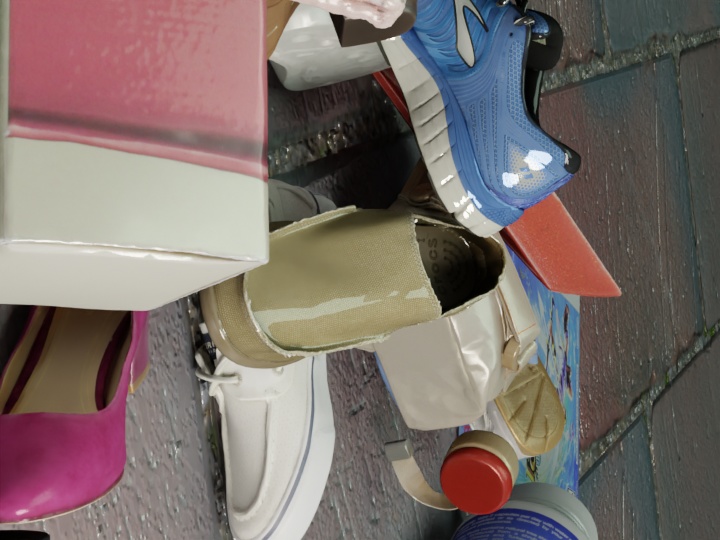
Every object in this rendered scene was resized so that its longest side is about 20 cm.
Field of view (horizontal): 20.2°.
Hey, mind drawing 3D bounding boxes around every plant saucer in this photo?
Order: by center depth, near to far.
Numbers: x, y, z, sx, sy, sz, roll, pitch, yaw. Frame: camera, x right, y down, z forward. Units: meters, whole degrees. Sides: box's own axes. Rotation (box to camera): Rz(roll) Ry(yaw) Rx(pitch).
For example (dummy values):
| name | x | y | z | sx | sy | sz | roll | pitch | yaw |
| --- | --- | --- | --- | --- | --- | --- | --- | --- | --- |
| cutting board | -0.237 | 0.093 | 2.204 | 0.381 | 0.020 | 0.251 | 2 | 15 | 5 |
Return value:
| name | x | y | z | sx | sy | sz | roll | pitch | yaw |
| --- | --- | --- | --- | --- | --- | --- | --- | --- | --- |
| plant saucer | 0.064 | -0.081 | 1.261 | 0.200 | 0.037 | 0.200 | 52 | -1 | -36 |

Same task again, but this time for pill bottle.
| name | x | y | z | sx | sy | sz | roll | pitch | yaw |
| --- | --- | --- | --- | --- | --- | --- | --- | --- | --- |
| pill bottle | 0.099 | 0.222 | 1.342 | 0.200 | 0.111 | 0.113 | -50 | 132 | -61 |

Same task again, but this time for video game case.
| name | x | y | z | sx | sy | sz | roll | pitch | yaw |
| --- | --- | --- | --- | --- | --- | --- | --- | --- | --- |
| video game case | 0.123 | 0.080 | 1.532 | 0.181 | 0.045 | 0.201 | 35 | 53 | -63 |

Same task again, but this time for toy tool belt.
| name | x | y | z | sx | sy | sz | roll | pitch | yaw |
| --- | --- | --- | --- | --- | --- | --- | --- | --- | --- |
| toy tool belt | 0.061 | 0.037 | 1.262 | 0.201 | 0.124 | 0.123 | 67 | 28 | -19 |

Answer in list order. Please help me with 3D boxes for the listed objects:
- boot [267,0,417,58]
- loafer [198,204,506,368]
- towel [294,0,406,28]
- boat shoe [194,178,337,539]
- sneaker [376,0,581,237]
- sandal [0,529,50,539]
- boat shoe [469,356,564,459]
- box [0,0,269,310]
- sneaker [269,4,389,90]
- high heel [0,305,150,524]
| name | x | y | z | sx | sy | sz | roll | pitch | yaw |
| --- | --- | --- | --- | --- | --- | --- | --- | --- | --- |
| boot | -0.062 | -0.173 | 0.982 | 0.070 | 0.199 | 0.147 | 120 | -41 | -58 |
| loafer | 0.000 | 0.000 | 1.031 | 0.200 | 0.067 | 0.076 | -15 | 87 | -48 |
| towel | -0.058 | -0.216 | 0.948 | 0.032 | 0.190 | 0.201 | 118 | -16 | -56 |
| boat shoe | -0.056 | 0.045 | 1.053 | 0.070 | 0.071 | 0.201 | 20 | 69 | -38 |
| sneaker | 0.058 | -0.123 | 1.049 | 0.201 | 0.089 | 0.079 | 68 | 14 | 9 |
| sandal | -0.171 | 0.108 | 0.715 | 0.200 | 0.076 | 0.043 | -16 | 102 | -80 |
| boat shoe | 0.066 | 0.037 | 1.368 | 0.071 | 0.069 | 0.201 | -17 | 83 | -40 |
| box | -0.108 | -0.092 | 0.789 | 0.108 | 0.128 | 0.201 | 4 | 79 | -28 |
| sneaker | -0.033 | -0.187 | 1.129 | 0.200 | 0.080 | 0.147 | 17 | 60 | -79 |
| high heel | -0.126 | 0.029 | 0.847 | 0.200 | 0.067 | 0.097 | -81 | 170 | -70 |
